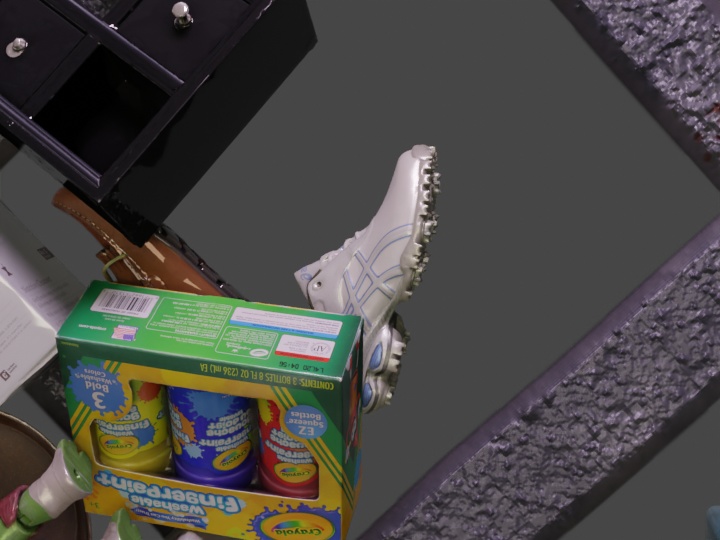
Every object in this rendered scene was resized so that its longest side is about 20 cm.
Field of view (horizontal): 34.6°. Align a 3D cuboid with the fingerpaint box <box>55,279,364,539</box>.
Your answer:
[{"bbox_3d":[-0.101,0.106,0.817,0.198,0.074,0.168,8,126,9],"label":"fingerpaint box"}]

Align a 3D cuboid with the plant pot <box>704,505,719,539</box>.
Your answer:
[{"bbox_3d":[0.304,0.237,0.792,0.140,0.200,0.143,1,98,4],"label":"plant pot"}]

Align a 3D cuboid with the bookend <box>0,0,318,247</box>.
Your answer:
[{"bbox_3d":[-0.170,-0.159,0.802,0.198,0.092,0.200,38,80,16],"label":"bookend"}]

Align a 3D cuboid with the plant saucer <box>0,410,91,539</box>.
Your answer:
[{"bbox_3d":[-0.304,0.199,0.906,0.198,0.034,0.202,0,97,4],"label":"plant saucer"}]

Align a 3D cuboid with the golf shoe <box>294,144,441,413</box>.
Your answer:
[{"bbox_3d":[0.000,0.000,0.843,0.096,0.078,0.202,16,97,7],"label":"golf shoe"}]

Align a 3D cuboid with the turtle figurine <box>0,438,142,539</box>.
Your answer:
[{"bbox_3d":[-0.258,0.206,0.828,0.193,0.200,0.145,-31,72,2],"label":"turtle figurine"}]

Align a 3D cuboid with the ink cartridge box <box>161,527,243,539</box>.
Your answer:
[{"bbox_3d":[-0.131,0.293,0.824,0.147,0.200,0.145,-41,94,8],"label":"ink cartridge box"}]

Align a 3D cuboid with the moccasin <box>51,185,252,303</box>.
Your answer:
[{"bbox_3d":[-0.150,0.013,0.857,0.201,0.074,0.078,43,90,-13],"label":"moccasin"}]

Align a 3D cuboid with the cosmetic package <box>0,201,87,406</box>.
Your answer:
[{"bbox_3d":[-0.292,-0.006,0.839,0.081,0.113,0.200,-42,96,8],"label":"cosmetic package"}]
